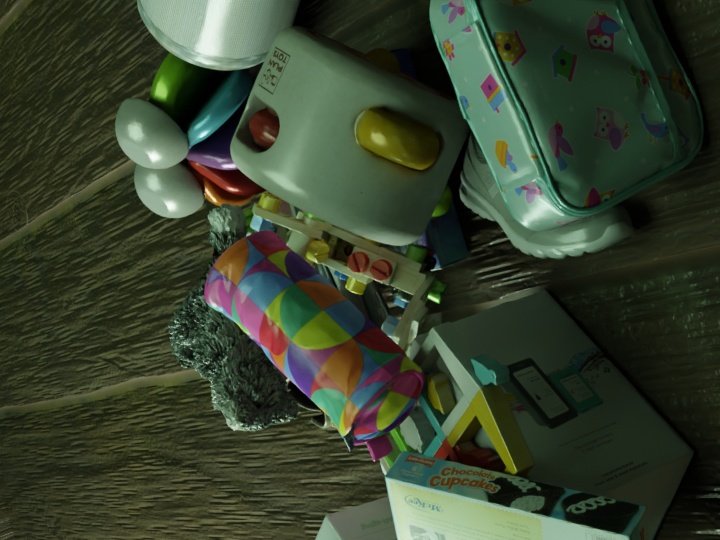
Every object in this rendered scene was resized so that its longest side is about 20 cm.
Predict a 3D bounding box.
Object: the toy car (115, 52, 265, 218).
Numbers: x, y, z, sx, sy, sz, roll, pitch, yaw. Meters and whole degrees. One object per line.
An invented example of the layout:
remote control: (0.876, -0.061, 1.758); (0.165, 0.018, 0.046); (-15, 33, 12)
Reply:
toy car: (-0.147, -0.145, 1.555); (0.149, 0.176, 0.201); (25, 152, 22)

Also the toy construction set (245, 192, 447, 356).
toy construction set: (0.000, 0.000, 1.302); (0.199, 0.131, 0.093); (39, 102, 11)

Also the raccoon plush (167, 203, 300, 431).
raccoon plush: (-0.117, 0.057, 1.407); (0.134, 0.096, 0.202); (43, 146, 47)

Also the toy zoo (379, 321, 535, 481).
toy zoo: (0.071, 0.132, 1.180); (0.132, 0.020, 0.201); (60, 147, 23)

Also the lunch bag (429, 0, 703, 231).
lunch bag: (0.149, -0.144, 1.060); (0.202, 0.159, 0.077); (67, 156, -3)

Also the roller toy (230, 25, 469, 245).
roller toy: (-0.007, -0.119, 1.253); (0.181, 0.200, 0.141); (27, 100, 14)

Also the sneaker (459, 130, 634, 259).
sneaker: (0.139, -0.069, 1.196); (0.199, 0.074, 0.083); (31, 133, 51)

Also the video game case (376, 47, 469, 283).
video game case: (0.003, -0.089, 1.423); (0.180, 0.045, 0.203); (-13, 94, 51)

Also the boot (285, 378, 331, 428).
boot: (0.024, 0.112, 1.423); (0.199, 0.145, 0.071); (9, 114, 58)

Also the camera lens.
camera lens: (-0.125, -0.306, 1.438); (0.161, 0.158, 0.201); (57, 147, 25)

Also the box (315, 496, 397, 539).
box: (0.068, 0.311, 1.288); (0.201, 0.197, 0.172); (56, 141, 32)

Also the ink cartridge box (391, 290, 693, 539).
ink cartridge box: (0.140, 0.149, 1.240); (0.200, 0.145, 0.148); (50, 144, 35)

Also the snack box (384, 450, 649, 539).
snack box: (0.118, 0.208, 1.117); (0.198, 0.037, 0.117); (10, 127, 30)

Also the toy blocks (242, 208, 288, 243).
toy blocks: (-0.080, 0.035, 1.534); (0.138, 0.099, 0.200); (60, 166, 19)

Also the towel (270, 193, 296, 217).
towel: (-0.036, -0.076, 1.555); (0.199, 0.023, 0.146); (-24, 82, 59)

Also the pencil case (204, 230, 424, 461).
pencil case: (-0.038, 0.056, 1.198); (0.200, 0.088, 0.089); (45, 142, 26)

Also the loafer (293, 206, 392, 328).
loafer: (-0.018, -0.021, 1.406); (0.072, 0.062, 0.203); (148, 106, -82)

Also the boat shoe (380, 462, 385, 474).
boat shoe: (0.097, 0.206, 1.437); (0.201, 0.074, 0.087); (-11, 100, 52)
